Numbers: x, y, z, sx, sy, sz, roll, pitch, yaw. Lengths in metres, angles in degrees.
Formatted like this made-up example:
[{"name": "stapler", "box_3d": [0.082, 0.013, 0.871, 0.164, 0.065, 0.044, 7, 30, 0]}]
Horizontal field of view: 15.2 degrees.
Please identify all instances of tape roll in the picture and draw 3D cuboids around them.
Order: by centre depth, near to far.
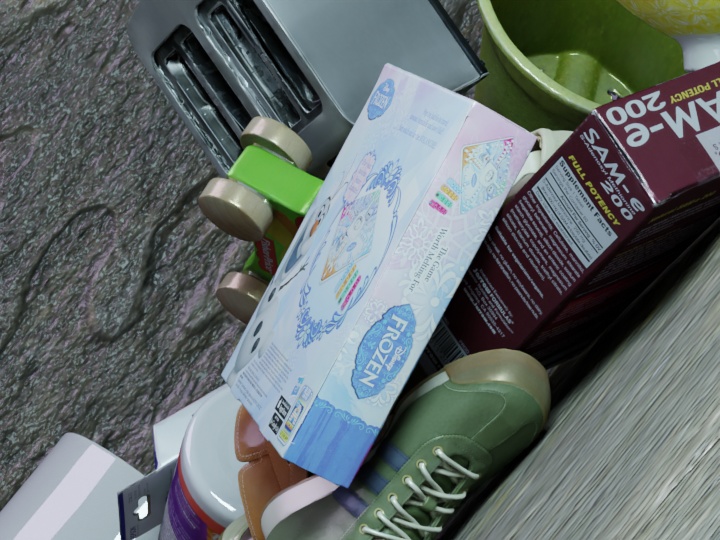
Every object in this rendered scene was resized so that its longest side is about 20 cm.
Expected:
[{"name": "tape roll", "box_3d": [-0.186, 0.237, 2.007, 0.139, 0.202, 0.203, -51, 2, -15]}]

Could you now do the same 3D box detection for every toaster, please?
[{"name": "toaster", "box_3d": [-0.039, -0.150, 1.714, 0.118, 0.200, 0.181, -35, 1, -31]}]

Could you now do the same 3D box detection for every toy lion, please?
[{"name": "toy lion", "box_3d": [0.000, 0.000, 1.661, 0.069, 0.191, 0.200, -56, -16, -22]}]

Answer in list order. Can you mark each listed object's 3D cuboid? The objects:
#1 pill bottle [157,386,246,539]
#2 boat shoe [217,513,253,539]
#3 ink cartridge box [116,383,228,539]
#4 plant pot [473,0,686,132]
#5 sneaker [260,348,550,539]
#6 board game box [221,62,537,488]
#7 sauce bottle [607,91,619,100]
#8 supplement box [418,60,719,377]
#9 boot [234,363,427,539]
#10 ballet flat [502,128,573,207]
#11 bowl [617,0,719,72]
[{"name": "pill bottle", "box_3d": [-0.075, 0.169, 1.781, 0.112, 0.111, 0.200, -51, -12, -33]}, {"name": "boat shoe", "box_3d": [-0.007, 0.144, 1.650, 0.066, 0.072, 0.201, -8, 18, 42]}, {"name": "ink cartridge box", "box_3d": [-0.087, 0.111, 1.842, 0.199, 0.037, 0.095, -32, -22, -18]}, {"name": "plant pot", "box_3d": [0.152, -0.134, 1.754, 0.201, 0.200, 0.184, -51, -9, -29]}, {"name": "sneaker", "box_3d": [0.022, 0.126, 1.375, 0.200, 0.067, 0.090, -37, 32, 32]}, {"name": "board game box", "box_3d": [0.004, -0.003, 1.413, 0.200, 0.043, 0.200, -63, 15, 4]}, {"name": "sauce bottle", "box_3d": [0.161, -0.078, 2.016, 0.200, 0.066, 0.066, -51, 1, 13]}, {"name": "supplement box", "box_3d": [0.114, -0.015, 1.364, 0.109, 0.061, 0.200, -22, -18, -42]}, {"name": "boot", "box_3d": [-0.006, 0.055, 1.528, 0.154, 0.074, 0.201, -23, 51, 37]}, {"name": "ballet flat", "box_3d": [0.067, -0.044, 1.632, 0.200, 0.070, 0.070, -22, 23, 48]}, {"name": "bowl", "box_3d": [0.206, -0.158, 1.403, 0.200, 0.199, 0.108, -71, -22, -86]}]
